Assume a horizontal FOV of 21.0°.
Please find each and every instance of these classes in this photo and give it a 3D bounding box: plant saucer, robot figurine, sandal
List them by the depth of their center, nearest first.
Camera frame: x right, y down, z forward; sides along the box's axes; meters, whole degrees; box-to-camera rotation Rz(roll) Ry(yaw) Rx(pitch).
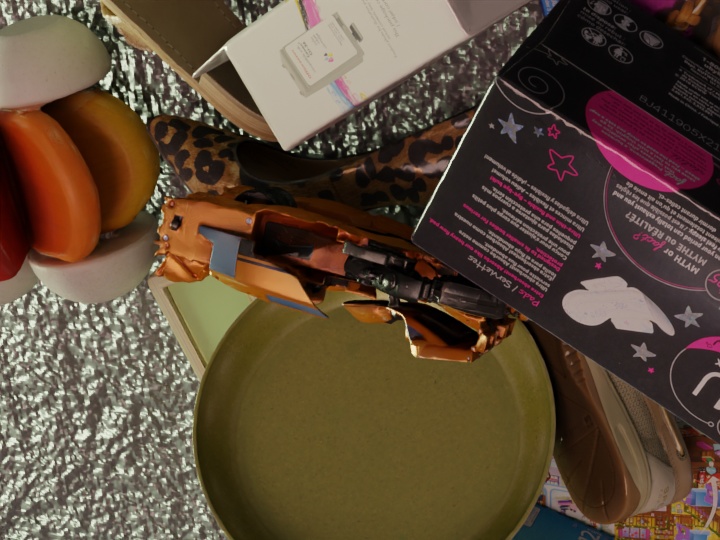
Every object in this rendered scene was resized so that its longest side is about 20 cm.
[{"bbox_3d":[0.000,0.000,1.027,0.199,0.145,0.059,16,100,14],"label":"robot figurine"},{"bbox_3d":[0.008,0.088,1.068,0.199,0.201,0.031,21,162,15],"label":"plant saucer"},{"bbox_3d":[-0.114,-0.142,1.109,0.212,0.078,0.070,46,146,9],"label":"sandal"}]

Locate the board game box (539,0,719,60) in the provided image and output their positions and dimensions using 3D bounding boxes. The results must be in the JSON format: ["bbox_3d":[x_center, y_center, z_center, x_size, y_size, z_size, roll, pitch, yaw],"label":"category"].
[{"bbox_3d":[0.201,-0.101,0.996,0.199,0.041,0.201,-6,113,29],"label":"board game box"}]

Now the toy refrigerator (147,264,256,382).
[{"bbox_3d":[-0.047,0.070,1.196,0.076,0.070,0.201,-16,109,32],"label":"toy refrigerator"}]

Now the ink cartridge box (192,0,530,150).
[{"bbox_3d":[0.013,-0.130,1.000,0.200,0.116,0.068,-25,97,50],"label":"ink cartridge box"}]

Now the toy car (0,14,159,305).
[{"bbox_3d":[-0.227,-0.049,1.169,0.199,0.150,0.176,-3,116,27],"label":"toy car"}]

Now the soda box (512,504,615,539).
[{"bbox_3d":[0.079,0.217,1.085,0.064,0.200,0.068,22,125,13],"label":"soda box"}]

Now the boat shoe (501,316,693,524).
[{"bbox_3d":[0.127,0.039,1.079,0.072,0.065,0.201,-43,63,54],"label":"boat shoe"}]

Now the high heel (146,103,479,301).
[{"bbox_3d":[-0.017,-0.077,1.106,0.199,0.071,0.143,30,120,4],"label":"high heel"}]

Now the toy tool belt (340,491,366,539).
[{"bbox_3d":[-0.002,0.164,1.117,0.122,0.125,0.201,10,107,-20],"label":"toy tool belt"}]

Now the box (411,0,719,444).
[{"bbox_3d":[0.149,-0.028,0.955,0.200,0.132,0.115,34,130,6],"label":"box"}]

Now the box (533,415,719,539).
[{"bbox_3d":[0.164,0.124,1.141,0.199,0.039,0.137,9,120,22],"label":"box"}]
